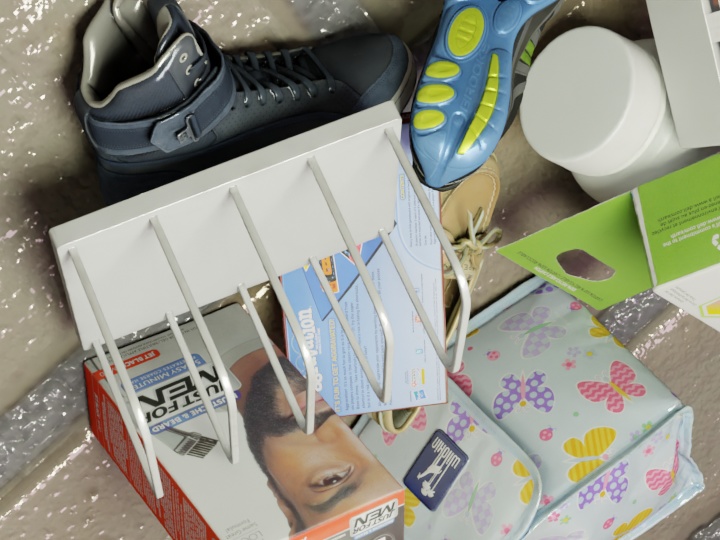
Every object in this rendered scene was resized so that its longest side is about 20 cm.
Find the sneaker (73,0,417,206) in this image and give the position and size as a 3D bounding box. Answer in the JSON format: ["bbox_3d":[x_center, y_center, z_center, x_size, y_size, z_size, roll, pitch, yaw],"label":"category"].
[{"bbox_3d":[-0.064,-0.112,1.120,0.202,0.077,0.146,-30,139,-14],"label":"sneaker"}]

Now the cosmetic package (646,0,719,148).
[{"bbox_3d":[0.216,-0.182,1.226,0.083,0.051,0.200,-22,101,-36],"label":"cosmetic package"}]

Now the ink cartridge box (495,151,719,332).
[{"bbox_3d":[0.212,0.001,1.284,0.200,0.076,0.148,-24,151,28],"label":"ink cartridge box"}]

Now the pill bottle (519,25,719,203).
[{"bbox_3d":[0.199,-0.088,1.317,0.200,0.114,0.114,19,109,-45],"label":"pill bottle"}]

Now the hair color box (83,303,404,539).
[{"bbox_3d":[-0.071,0.111,1.198,0.111,0.200,0.064,-21,134,-24],"label":"hair color box"}]

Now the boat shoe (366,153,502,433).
[{"bbox_3d":[0.048,0.011,1.314,0.073,0.063,0.200,2,120,-38],"label":"boat shoe"}]

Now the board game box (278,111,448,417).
[{"bbox_3d":[0.000,0.000,1.250,0.103,0.019,0.200,-7,118,-8],"label":"board game box"}]

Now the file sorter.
[{"bbox_3d":[-0.050,0.022,1.120,0.200,0.125,0.139,-22,158,-11],"label":"file sorter"}]

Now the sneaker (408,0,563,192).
[{"bbox_3d":[0.072,-0.133,1.185,0.083,0.071,0.200,116,-2,-66],"label":"sneaker"}]

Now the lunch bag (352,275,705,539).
[{"bbox_3d":[0.104,0.124,1.367,0.200,0.170,0.127,-33,140,-11],"label":"lunch bag"}]
